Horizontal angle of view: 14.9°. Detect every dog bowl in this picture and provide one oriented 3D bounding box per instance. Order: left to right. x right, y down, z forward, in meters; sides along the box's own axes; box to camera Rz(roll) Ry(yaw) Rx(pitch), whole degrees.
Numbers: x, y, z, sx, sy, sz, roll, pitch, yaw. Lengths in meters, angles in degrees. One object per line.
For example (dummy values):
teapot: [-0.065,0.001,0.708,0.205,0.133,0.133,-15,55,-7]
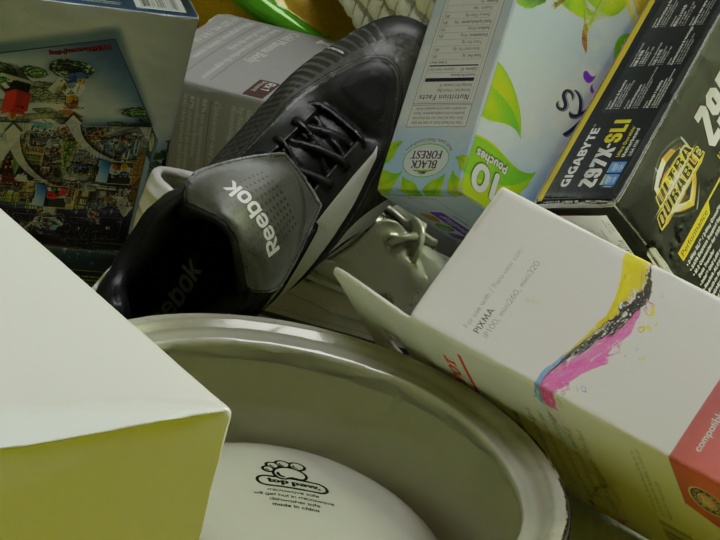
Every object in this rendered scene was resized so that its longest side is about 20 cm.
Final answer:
dog bowl: [-0.029,0.094,0.986,0.199,0.074,0.200,12,25,-5]

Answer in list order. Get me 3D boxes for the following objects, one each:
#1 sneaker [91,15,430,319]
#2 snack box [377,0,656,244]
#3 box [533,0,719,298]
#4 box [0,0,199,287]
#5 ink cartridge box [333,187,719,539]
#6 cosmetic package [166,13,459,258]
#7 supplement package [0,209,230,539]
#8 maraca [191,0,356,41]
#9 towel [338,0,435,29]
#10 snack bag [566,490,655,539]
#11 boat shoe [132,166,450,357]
sneaker: [-0.036,-0.025,1.091,0.066,0.200,0.090,45,-7,0]
snack box: [0.104,-0.057,1.151,0.053,0.143,0.200,5,-19,45]
box: [0.166,-0.050,1.143,0.049,0.160,0.201,2,52,45]
box: [-0.179,-0.062,1.153,0.199,0.137,0.038,5,28,-21]
ink cartridge box: [0.095,0.043,1.055,0.199,0.068,0.117,28,-17,29]
cosmetic package: [0.002,-0.047,1.265,0.199,0.091,0.107,11,23,17]
supplement package: [-0.183,0.069,0.861,0.190,0.148,0.200,-8,33,-40]
maraca: [-0.002,-0.102,1.384,0.199,0.107,0.137,35,9,-3]
towel: [0.057,-0.180,1.255,0.085,0.166,0.200,6,30,-29]
snack bag: [0.088,0.074,1.158,0.188,0.022,0.199,30,30,30]
boat shoe: [0.000,0.000,1.167,0.199,0.066,0.072,14,24,4]
